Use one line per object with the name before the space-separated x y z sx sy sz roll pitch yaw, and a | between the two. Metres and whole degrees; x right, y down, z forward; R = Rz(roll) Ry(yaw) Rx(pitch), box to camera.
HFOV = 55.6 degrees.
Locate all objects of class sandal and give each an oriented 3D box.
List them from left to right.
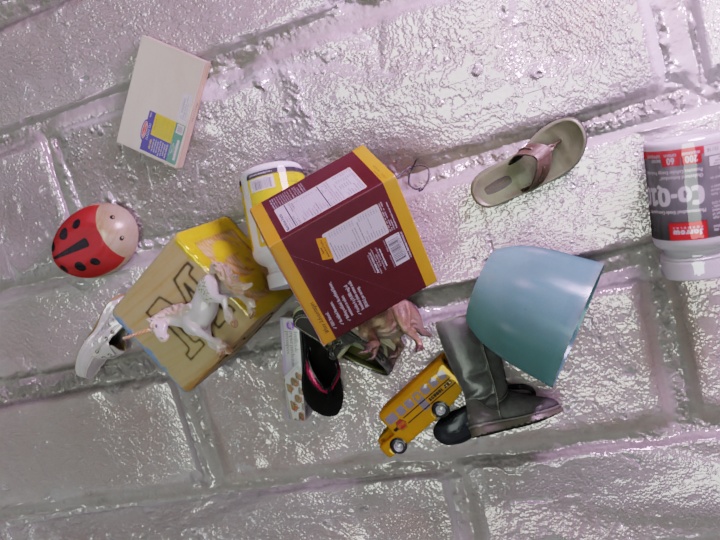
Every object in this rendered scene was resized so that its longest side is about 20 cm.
sandal | -0.070 0.171 1.228 0.075 0.045 0.202 -11 100 -23
sandal | 0.262 -0.158 1.061 0.200 0.057 0.080 -34 92 21

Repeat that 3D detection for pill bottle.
pill bottle | -0.133 -0.073 1.147 0.111 0.112 0.202 -14 84 19
pill bottle | 0.476 -0.093 0.984 0.113 0.114 0.202 -7 100 18

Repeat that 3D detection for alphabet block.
alphabet block | -0.269 0.053 1.198 0.196 0.195 0.200 45 112 0

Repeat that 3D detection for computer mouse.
computer mouse | 0.213 0.252 1.186 0.199 0.034 0.059 -33 91 20

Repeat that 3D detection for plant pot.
plant pot | 0.258 0.054 1.047 0.160 0.200 0.202 23 108 20

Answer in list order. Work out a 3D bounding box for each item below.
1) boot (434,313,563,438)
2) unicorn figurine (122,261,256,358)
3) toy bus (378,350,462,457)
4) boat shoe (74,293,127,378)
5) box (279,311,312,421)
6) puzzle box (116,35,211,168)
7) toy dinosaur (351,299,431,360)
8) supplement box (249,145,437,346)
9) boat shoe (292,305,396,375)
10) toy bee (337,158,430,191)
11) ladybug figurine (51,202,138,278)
boot | 0.229 0.161 1.131 0.180 0.073 0.201 -7 68 -18
unicorn figurine | -0.249 0.071 1.064 0.137 0.074 0.200 39 97 14
toy bus | 0.102 0.237 1.198 0.078 0.065 0.200 45 110 2
boat shoe | -0.497 0.144 1.349 0.069 0.071 0.201 35 109 8
box | -0.119 0.178 1.263 0.038 0.041 0.202 1 104 16
puzzle box | -0.356 -0.301 1.227 0.132 0.025 0.201 25 109 9
toy dinosaur | 0.038 0.075 1.138 0.198 0.086 0.137 0 73 -21
supplement box | -0.025 -0.037 1.018 0.199 0.133 0.198 -29 125 -4
boat shoe | -0.027 0.122 1.180 0.200 0.066 0.072 24 135 -8
toy bee | -0.005 -0.137 1.116 0.200 0.108 0.131 -45 63 16
ladybug figurine | -0.519 -0.052 1.308 0.199 0.072 0.136 -26 95 20
